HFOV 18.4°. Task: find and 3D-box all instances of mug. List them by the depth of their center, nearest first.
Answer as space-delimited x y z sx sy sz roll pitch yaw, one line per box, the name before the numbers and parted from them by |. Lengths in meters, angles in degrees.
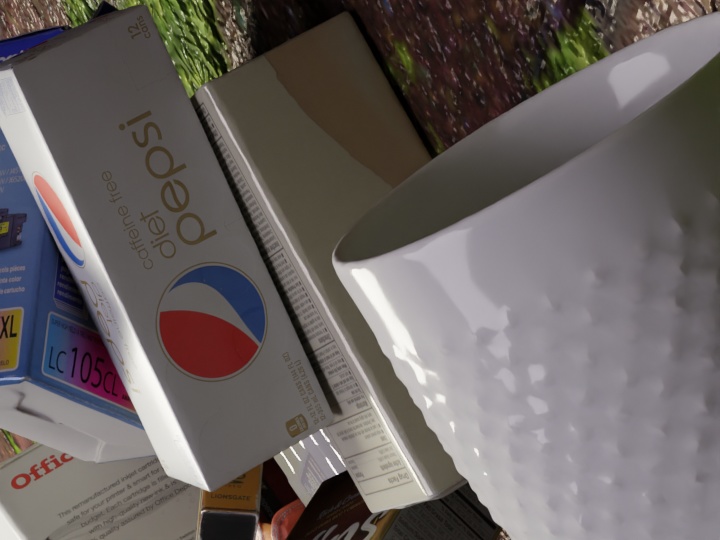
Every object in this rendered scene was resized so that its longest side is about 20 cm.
mug | 0.115 0.025 0.670 0.199 0.148 0.176 -23 103 40

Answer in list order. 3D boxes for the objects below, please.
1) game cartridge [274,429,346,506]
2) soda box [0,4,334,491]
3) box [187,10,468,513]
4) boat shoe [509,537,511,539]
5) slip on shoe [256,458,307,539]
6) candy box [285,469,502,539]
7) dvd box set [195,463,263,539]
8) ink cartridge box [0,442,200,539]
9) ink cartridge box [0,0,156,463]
game cartridge | 0.015 0.137 1.193 0.200 0.038 0.130 54 163 17
soda box | -0.087 -0.009 0.961 0.201 0.068 0.064 66 160 -11
box | 0.000 0.000 0.976 0.201 0.078 0.095 61 160 -1
boat shoe | 0.132 0.144 0.875 0.200 0.075 0.074 42 113 50
slip on shoe | -0.030 0.157 1.280 0.200 0.074 0.061 54 157 33
candy box | -0.017 0.172 1.031 0.056 0.200 0.117 44 143 -11
dvd box set | -0.061 0.057 1.104 0.147 0.029 0.201 103 171 -61
ink cartridge box | -0.136 0.187 1.460 0.200 0.144 0.084 46 155 36
ink cartridge box | -0.133 -0.024 1.053 0.136 0.076 0.201 30 -124 -54
